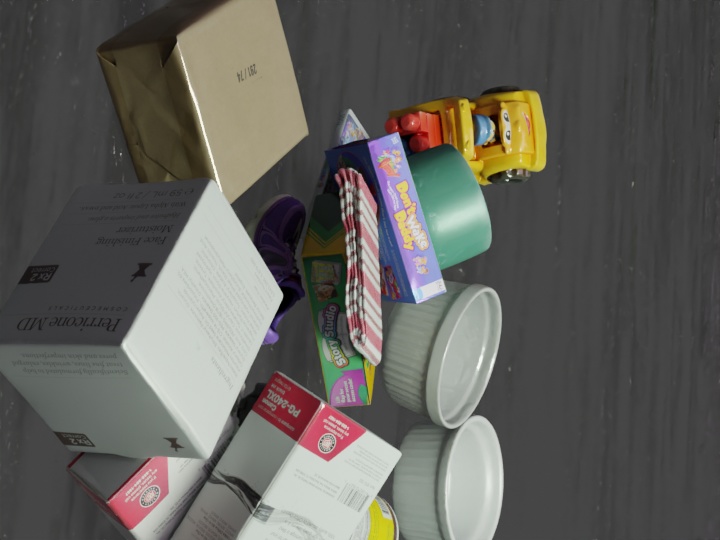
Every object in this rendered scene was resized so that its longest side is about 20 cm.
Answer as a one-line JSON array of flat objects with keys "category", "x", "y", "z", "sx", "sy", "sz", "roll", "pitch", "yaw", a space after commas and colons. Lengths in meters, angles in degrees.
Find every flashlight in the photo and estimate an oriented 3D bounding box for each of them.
[{"category": "flashlight", "x": -0.105, "y": 0.178, "z": 1.368, "sx": 0.068, "sy": 0.068, "sz": 0.200, "roll": -45, "pitch": 172, "yaw": -13}]

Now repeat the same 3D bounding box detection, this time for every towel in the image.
[{"category": "towel", "x": 0.000, "y": 0.000, "z": 1.427, "sx": 0.146, "sy": 0.030, "sz": 0.202, "roll": 54, "pitch": 33, "yaw": -75}]

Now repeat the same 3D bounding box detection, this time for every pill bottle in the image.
[{"category": "pill bottle", "x": -0.041, "y": 0.301, "z": 1.528, "sx": 0.200, "sy": 0.108, "sz": 0.110, "roll": 35, "pitch": 59, "yaw": -56}]

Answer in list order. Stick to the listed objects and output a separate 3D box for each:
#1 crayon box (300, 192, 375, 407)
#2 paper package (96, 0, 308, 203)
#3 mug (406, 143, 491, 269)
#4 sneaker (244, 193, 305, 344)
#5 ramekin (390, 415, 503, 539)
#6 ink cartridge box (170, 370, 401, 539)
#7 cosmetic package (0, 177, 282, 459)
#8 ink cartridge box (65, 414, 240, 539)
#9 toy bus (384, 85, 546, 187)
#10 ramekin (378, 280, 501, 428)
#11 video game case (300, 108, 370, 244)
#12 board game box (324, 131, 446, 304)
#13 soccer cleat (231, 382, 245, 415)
[{"category": "crayon box", "x": -0.020, "y": 0.032, "z": 1.537, "sx": 0.173, "sy": 0.058, "sz": 0.201, "roll": -83, "pitch": 165, "yaw": -63}, {"category": "paper package", "x": -0.156, "y": -0.185, "z": 1.342, "sx": 0.200, "sy": 0.103, "sz": 0.192, "roll": -49, "pitch": 130, "yaw": -52}, {"category": "mug", "x": 0.084, "y": -0.069, "z": 1.684, "sx": 0.185, "sy": 0.114, "sz": 0.153, "roll": 99, "pitch": -33, "yaw": -67}, {"category": "sneaker", "x": -0.092, "y": 0.004, "z": 1.471, "sx": 0.081, "sy": 0.083, "sz": 0.201, "roll": 52, "pitch": 45, "yaw": -48}, {"category": "ramekin", "x": 0.123, "y": 0.306, "z": 1.840, "sx": 0.200, "sy": 0.097, "sz": 0.202, "roll": 3, "pitch": 87, "yaw": -60}, {"category": "ink cartridge box", "x": -0.073, "y": 0.222, "z": 1.247, "sx": 0.201, "sy": 0.083, "sz": 0.145, "roll": -57, "pitch": 137, "yaw": -6}, {"category": "cosmetic package", "x": -0.202, "y": 0.044, "z": 1.186, "sx": 0.166, "sy": 0.164, "sz": 0.201, "roll": 62, "pitch": 38, "yaw": -39}, {"category": "ink cartridge box", "x": -0.172, "y": 0.218, "z": 1.273, "sx": 0.145, "sy": 0.084, "sz": 0.201, "roll": -45, "pitch": 133, "yaw": -20}, {"category": "toy bus", "x": 0.130, "y": -0.186, "z": 1.773, "sx": 0.191, "sy": 0.199, "sz": 0.137, "roll": 5, "pitch": 78, "yaw": -55}, {"category": "ramekin", "x": 0.106, "y": 0.106, "z": 1.770, "sx": 0.200, "sy": 0.104, "sz": 0.202, "roll": -42, "pitch": 139, "yaw": -49}, {"category": "video game case", "x": -0.015, "y": -0.088, "z": 1.681, "sx": 0.143, "sy": 0.018, "sz": 0.201, "roll": 52, "pitch": 45, "yaw": -47}, {"category": "board game box", "x": 0.029, "y": -0.062, "z": 1.582, "sx": 0.045, "sy": 0.134, "sz": 0.202, "roll": -21, "pitch": 99, "yaw": -22}, {"category": "soccer cleat", "x": -0.157, "y": 0.136, "z": 1.346, "sx": 0.070, "sy": 0.086, "sz": 0.202, "roll": -16, "pitch": 103, "yaw": -60}]
